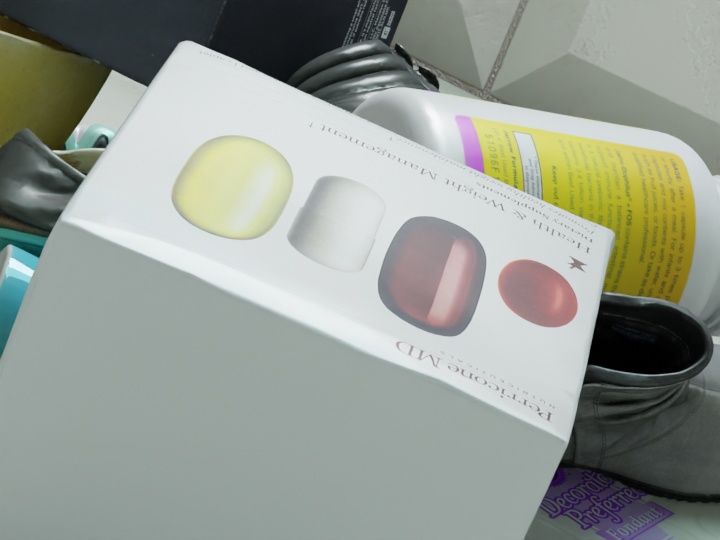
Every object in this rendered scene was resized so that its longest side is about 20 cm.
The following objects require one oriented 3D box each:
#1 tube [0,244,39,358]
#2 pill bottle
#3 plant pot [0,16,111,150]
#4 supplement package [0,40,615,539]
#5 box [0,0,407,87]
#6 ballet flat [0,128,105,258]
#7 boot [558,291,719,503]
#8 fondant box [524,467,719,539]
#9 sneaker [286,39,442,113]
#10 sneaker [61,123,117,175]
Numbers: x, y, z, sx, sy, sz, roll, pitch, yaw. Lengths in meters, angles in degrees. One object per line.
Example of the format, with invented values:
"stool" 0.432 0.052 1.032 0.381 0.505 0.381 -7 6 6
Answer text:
"tube" -0.069 0.053 1.256 0.200 0.050 0.077 25 14 -15
"pill bottle" 0.088 -0.017 1.324 0.200 0.104 0.104 8 15 -29
"plant pot" -0.236 -0.077 1.457 0.200 0.142 0.200 22 9 -4
"supplement package" -0.026 0.042 1.095 0.191 0.147 0.200 23 24 -1
"box" -0.103 -0.157 1.457 0.200 0.104 0.182 26 8 25
"ballet flat" -0.071 -0.010 1.270 0.200 0.068 0.068 22 -24 0
"boot" 0.128 0.050 1.256 0.200 0.070 0.132 -1 -18 -11
"fondant box" 0.156 0.136 1.315 0.200 0.058 0.144 26 26 28
"sneaker" 0.050 -0.063 1.415 0.200 0.071 0.099 0 48 -28
"sneaker" -0.127 -0.039 1.759 0.200 0.078 0.140 29 3 -25
